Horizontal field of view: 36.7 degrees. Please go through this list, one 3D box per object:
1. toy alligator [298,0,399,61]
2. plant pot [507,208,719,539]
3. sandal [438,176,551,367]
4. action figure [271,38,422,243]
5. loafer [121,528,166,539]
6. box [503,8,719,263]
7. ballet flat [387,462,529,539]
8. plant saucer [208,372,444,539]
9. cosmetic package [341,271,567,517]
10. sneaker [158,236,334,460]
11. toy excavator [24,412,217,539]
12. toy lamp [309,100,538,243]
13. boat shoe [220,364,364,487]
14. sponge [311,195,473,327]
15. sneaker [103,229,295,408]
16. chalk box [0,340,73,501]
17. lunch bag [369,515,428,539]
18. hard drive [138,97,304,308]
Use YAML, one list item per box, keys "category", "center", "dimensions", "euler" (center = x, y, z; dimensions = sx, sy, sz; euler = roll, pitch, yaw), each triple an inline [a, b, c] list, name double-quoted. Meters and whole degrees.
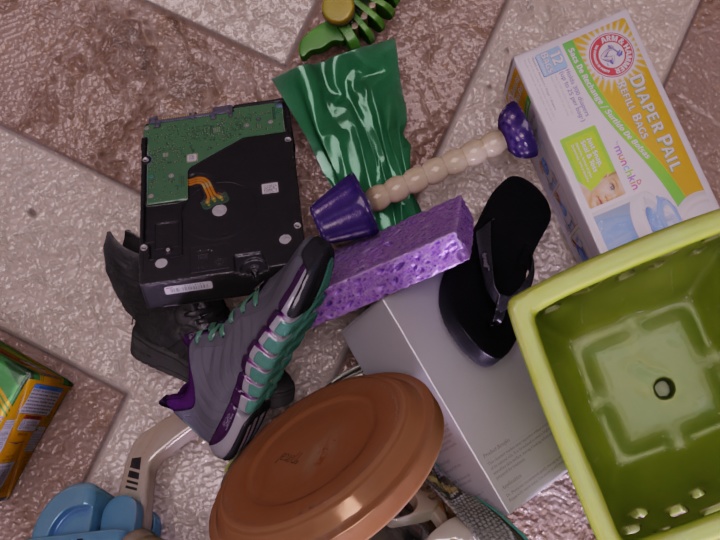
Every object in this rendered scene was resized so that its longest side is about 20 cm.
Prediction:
- category: "toy alligator"
  center: [0.019, -0.263, 0.997]
  dimensions: [0.054, 0.059, 0.201]
  euler: [36, 85, 7]
- category: "plant pot"
  center: [0.228, 0.083, 0.802]
  dimensions: [0.196, 0.181, 0.203]
  euler: [-21, 82, 3]
- category: "sandal"
  center: [0.118, -0.011, 0.910]
  dimensions: [0.076, 0.043, 0.202]
  euler: [32, 51, -13]
- category: "action figure"
  center: [0.006, -0.093, 0.975]
  dimensions: [0.116, 0.055, 0.203]
  euler: [-18, 88, -2]
- category: "loafer"
  center: [-0.127, 0.287, 0.867]
  dimensions: [0.068, 0.201, 0.076]
  euler: [10, 54, 46]
- category: "box"
  center: [0.214, -0.103, 0.943]
  dimensions: [0.111, 0.101, 0.203]
  euler: [-23, 81, -1]
- category: "ballet flat"
  center: [0.057, 0.193, 0.845]
  dimensions: [0.072, 0.072, 0.200]
  euler: [-45, 63, -4]
- category: "plant saucer"
  center: [-0.031, 0.144, 0.812]
  dimensions: [0.199, 0.200, 0.033]
  euler: [-34, 111, -2]
- category: "cosmetic package"
  center: [0.086, 0.102, 0.907]
  dimensions: [0.112, 0.081, 0.202]
  euler: [-21, 76, -38]
- category: "sneaker"
  center: [-0.094, 0.050, 0.844]
  dimensions: [0.087, 0.074, 0.202]
  euler: [31, 109, 9]
- category: "toy excavator"
  center: [-0.202, 0.205, 0.916]
  dimensions: [0.191, 0.100, 0.203]
  euler: [-12, 57, 21]
- category: "toy lamp"
  center: [0.051, -0.081, 0.924]
  dimensions: [0.198, 0.058, 0.059]
  euler: [-27, 81, 0]
- category: "boat shoe"
  center: [-0.035, 0.143, 0.937]
  dimensions: [0.200, 0.060, 0.073]
  euler: [-36, 80, -3]
- category: "sponge"
  center: [0.000, 0.000, 0.907]
  dimensions: [0.198, 0.112, 0.030]
  euler: [-24, 105, 16]
- category: "sneaker"
  center: [-0.139, 0.040, 0.933]
  dimensions: [0.197, 0.060, 0.106]
  euler: [18, 107, 23]
- category: "chalk box"
  center: [-0.374, 0.097, 0.928]
  dimensions: [0.198, 0.125, 0.125]
  euler: [30, 84, 5]
- category: "lunch bag"
  center: [0.004, 0.266, 0.844]
  dimensions: [0.198, 0.165, 0.118]
  euler: [32, 113, -11]
- category: "hard drive"
  center: [-0.120, -0.062, 0.935]
  dimensions: [0.137, 0.038, 0.202]
  euler: [-8, 51, -2]
